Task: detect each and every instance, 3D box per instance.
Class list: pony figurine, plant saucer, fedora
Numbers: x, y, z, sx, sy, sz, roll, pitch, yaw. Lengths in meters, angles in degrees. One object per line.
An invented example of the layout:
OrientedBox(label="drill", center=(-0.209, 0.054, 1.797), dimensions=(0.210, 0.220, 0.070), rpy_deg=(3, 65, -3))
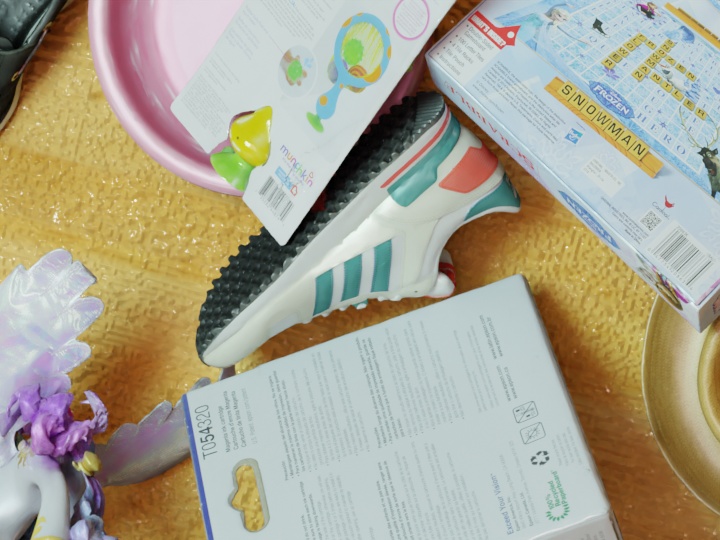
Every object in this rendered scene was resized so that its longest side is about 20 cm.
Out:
OrientedBox(label="pony figurine", center=(-0.174, 0.107, 1.458), dimensions=(0.193, 0.201, 0.166), rpy_deg=(-35, 123, 22))
OrientedBox(label="plant saucer", center=(-0.051, -0.141, 1.480), dimensions=(0.199, 0.051, 0.202), rpy_deg=(0, 90, 18))
OrientedBox(label="fedora", center=(0.231, 0.044, 1.369), dimensions=(0.199, 0.082, 0.202), rpy_deg=(0, 91, 18))

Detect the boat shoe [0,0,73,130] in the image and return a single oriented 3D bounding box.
OrientedBox(label="boat shoe", center=(-0.216, -0.137, 1.531), dimensions=(0.074, 0.063, 0.202), rpy_deg=(41, 104, 12))

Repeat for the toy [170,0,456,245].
OrientedBox(label="toy", center=(-0.008, -0.123, 1.409), dimensions=(0.200, 0.047, 0.115), rpy_deg=(-52, 58, 19))

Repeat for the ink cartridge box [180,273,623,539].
OrientedBox(label="ink cartridge box", center=(0.017, 0.103, 1.377), dimensions=(0.199, 0.197, 0.043), rpy_deg=(-20, 128, 4))

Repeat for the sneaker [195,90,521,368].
OrientedBox(label="sneaker", center=(0.000, 0.000, 1.436), dimensions=(0.093, 0.070, 0.200), rpy_deg=(40, 108, -20))

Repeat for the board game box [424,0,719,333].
OrientedBox(label="board game box", center=(0.171, -0.106, 1.365), dimensions=(0.199, 0.041, 0.200), rpy_deg=(-43, 70, -7))
